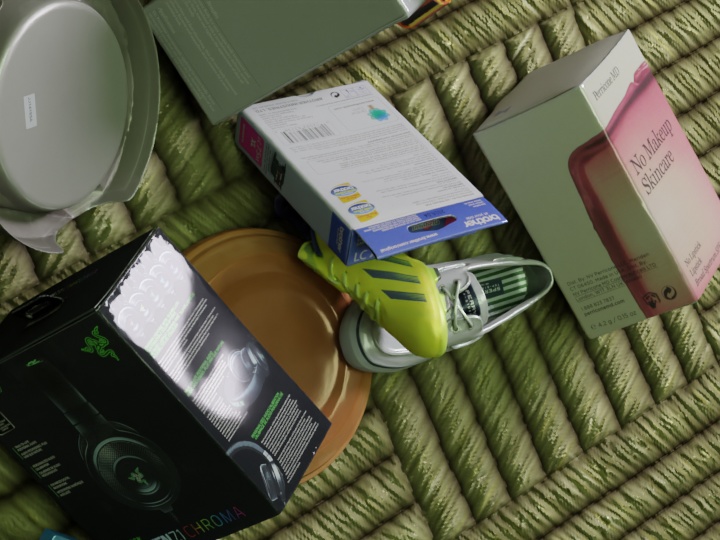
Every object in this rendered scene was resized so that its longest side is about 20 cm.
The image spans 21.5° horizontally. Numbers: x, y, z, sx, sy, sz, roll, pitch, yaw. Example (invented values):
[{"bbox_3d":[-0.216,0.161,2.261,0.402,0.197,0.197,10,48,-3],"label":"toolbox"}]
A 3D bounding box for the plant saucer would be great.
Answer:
[{"bbox_3d":[-0.073,0.067,1.423,0.199,0.037,0.202,3,83,-30],"label":"plant saucer"}]

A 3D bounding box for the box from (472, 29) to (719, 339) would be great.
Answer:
[{"bbox_3d":[0.201,-0.070,1.531,0.201,0.108,0.128,59,36,-13],"label":"box"}]

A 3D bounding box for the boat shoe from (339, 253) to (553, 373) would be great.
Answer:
[{"bbox_3d":[0.070,0.023,1.471,0.199,0.066,0.074,-26,100,-41],"label":"boat shoe"}]

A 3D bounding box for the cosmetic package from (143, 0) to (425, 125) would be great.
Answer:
[{"bbox_3d":[-0.049,-0.198,1.357,0.107,0.199,0.090,58,33,-12],"label":"cosmetic package"}]

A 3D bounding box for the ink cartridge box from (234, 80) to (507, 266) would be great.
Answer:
[{"bbox_3d":[0.005,-0.067,1.402,0.119,0.200,0.042,-15,132,-30],"label":"ink cartridge box"}]

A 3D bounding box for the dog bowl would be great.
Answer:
[{"bbox_3d":[-0.219,-0.115,1.294,0.200,0.058,0.202,-23,117,-55],"label":"dog bowl"}]

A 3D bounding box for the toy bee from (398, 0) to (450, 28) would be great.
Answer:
[{"bbox_3d":[0.038,-0.269,1.478,0.108,0.130,0.202,22,62,-52],"label":"toy bee"}]

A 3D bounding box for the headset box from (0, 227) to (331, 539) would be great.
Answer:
[{"bbox_3d":[-0.154,0.087,1.284,0.200,0.173,0.093,50,42,-18],"label":"headset box"}]

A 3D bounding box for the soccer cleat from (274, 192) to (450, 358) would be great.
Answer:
[{"bbox_3d":[0.000,0.000,1.401,0.083,0.201,0.065,-11,134,-25],"label":"soccer cleat"}]

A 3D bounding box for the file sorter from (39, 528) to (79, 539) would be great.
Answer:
[{"bbox_3d":[-0.139,0.282,1.268,0.199,0.122,0.140,30,84,-44],"label":"file sorter"}]
